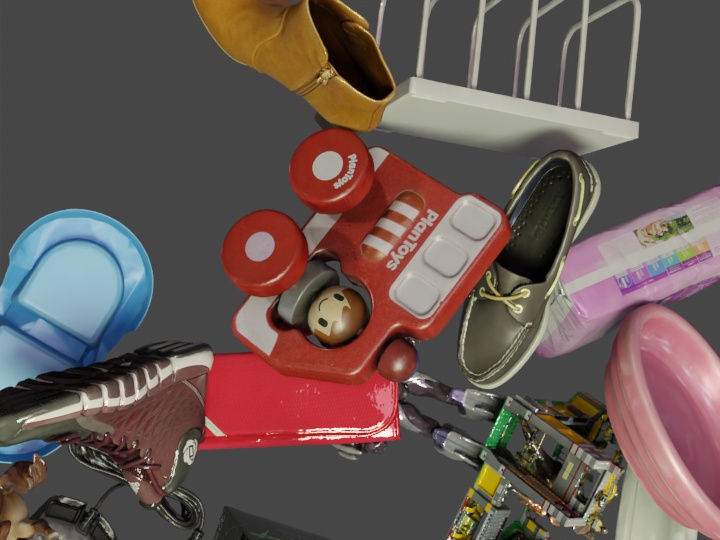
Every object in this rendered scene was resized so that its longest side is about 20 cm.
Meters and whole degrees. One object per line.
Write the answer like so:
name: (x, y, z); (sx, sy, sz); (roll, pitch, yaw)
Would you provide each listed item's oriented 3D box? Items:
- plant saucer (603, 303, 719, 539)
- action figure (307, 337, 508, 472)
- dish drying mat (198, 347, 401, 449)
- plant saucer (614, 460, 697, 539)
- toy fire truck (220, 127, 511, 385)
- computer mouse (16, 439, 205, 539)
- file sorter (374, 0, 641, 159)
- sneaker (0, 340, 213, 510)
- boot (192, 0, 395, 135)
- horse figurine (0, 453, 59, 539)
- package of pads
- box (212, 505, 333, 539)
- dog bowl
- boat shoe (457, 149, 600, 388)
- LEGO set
plant saucer: (0.261, 0.127, 0.819); (0.200, 0.051, 0.202); (33, 39, -32)
action figure: (0.035, 0.104, 0.862); (0.198, 0.069, 0.131); (23, 88, -13)
dish drying mat: (-0.067, 0.104, 0.821); (0.197, 0.018, 0.078); (-3, 85, 3)
plant saucer: (0.259, 0.224, 0.871); (0.050, 0.200, 0.203); (5, 87, 25)
toy fire truck: (0.000, 0.000, 0.788); (0.167, 0.112, 0.201); (33, 78, 27)
computer mouse: (-0.213, 0.237, 0.798); (0.140, 0.046, 0.201); (34, 74, -17)
file sorter: (0.115, -0.176, 0.853); (0.197, 0.139, 0.126); (7, 85, -17)
sneaker: (-0.177, 0.126, 0.732); (0.199, 0.075, 0.117); (-14, 104, -51)
boot: (-0.052, -0.190, 0.788); (0.201, 0.144, 0.071); (46, 76, -1)
horse figurine: (-0.286, 0.212, 0.731); (0.050, 0.132, 0.201); (41, 82, -37)
package of pads: (0.242, 0.001, 0.897); (0.198, 0.121, 0.076); (-22, 76, -16)
box: (-0.057, 0.282, 0.761); (0.123, 0.200, 0.150); (21, 84, -16)
dog bowl: (-0.243, 0.049, 0.785); (0.111, 0.050, 0.201); (32, 80, -14)
boat shoe: (0.124, -0.001, 0.805); (0.071, 0.060, 0.203); (26, 96, 24)
LEGO set: (0.165, 0.199, 0.833); (0.153, 0.116, 0.201); (24, 97, -46)
